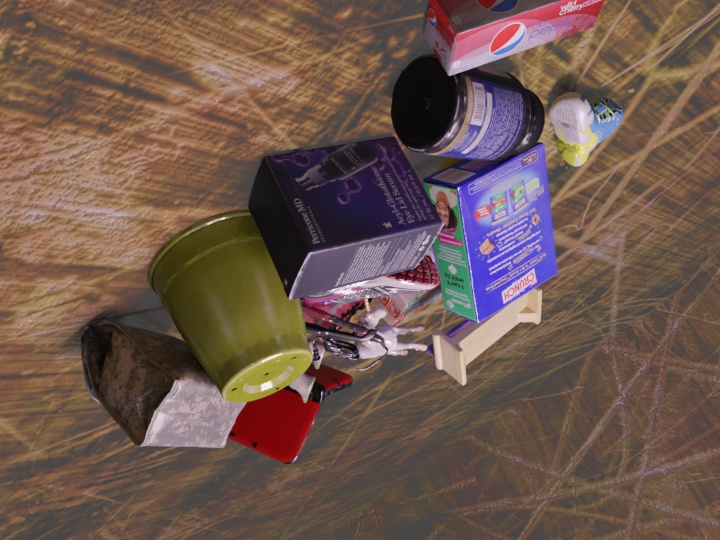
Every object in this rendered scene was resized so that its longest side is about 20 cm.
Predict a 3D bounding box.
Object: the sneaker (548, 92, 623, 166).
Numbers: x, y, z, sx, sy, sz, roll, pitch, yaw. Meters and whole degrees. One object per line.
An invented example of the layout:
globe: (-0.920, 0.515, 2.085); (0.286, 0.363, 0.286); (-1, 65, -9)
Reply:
sneaker: (0.342, -0.236, 1.155); (0.105, 0.076, 0.200); (-42, 163, 1)

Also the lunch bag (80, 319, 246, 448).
lunch bag: (-0.280, 0.150, 1.068); (0.163, 0.199, 0.119); (22, 100, -57)

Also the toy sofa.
toy sofa: (0.201, 0.084, 1.269); (0.198, 0.097, 0.084); (-34, 138, -22)

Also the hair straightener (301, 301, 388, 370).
hair straightener: (-0.049, 0.103, 1.172); (0.197, 0.041, 0.078); (19, 98, -15)

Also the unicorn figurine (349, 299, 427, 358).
unicorn figurine: (0.037, 0.109, 1.264); (0.135, 0.075, 0.201); (1, 149, -23)

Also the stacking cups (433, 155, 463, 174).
stacking cups: (0.100, -0.074, 1.105); (0.202, 0.060, 0.060); (-60, 151, 6)

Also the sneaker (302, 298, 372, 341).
sneaker: (-0.029, 0.029, 1.264); (0.200, 0.086, 0.074); (-39, 165, -45)

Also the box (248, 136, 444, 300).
box: (-0.021, -0.069, 0.969); (0.197, 0.150, 0.105); (-15, 153, -30)

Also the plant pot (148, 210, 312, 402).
plant pot: (-0.156, 0.060, 1.023); (0.197, 0.195, 0.201); (-24, 157, -11)

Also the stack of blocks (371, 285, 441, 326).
stack of blocks: (0.124, 0.007, 1.345); (0.198, 0.059, 0.116); (-30, 161, -31)

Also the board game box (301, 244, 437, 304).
board game box: (0.000, 0.000, 1.176); (0.197, 0.046, 0.134); (-16, -171, -27)

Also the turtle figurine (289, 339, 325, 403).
turtle figurine: (-0.163, 0.144, 1.222); (0.144, 0.191, 0.203); (-70, 180, -73)

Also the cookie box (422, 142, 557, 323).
cookie box: (0.184, -0.057, 1.068); (0.169, 0.075, 0.204); (-27, 118, -28)

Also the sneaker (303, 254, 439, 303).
sneaker: (0.011, 0.005, 1.053); (0.196, 0.082, 0.075); (2, 137, -11)

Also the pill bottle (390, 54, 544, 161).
pill bottle: (0.139, -0.193, 0.944); (0.198, 0.113, 0.112); (-2, 146, -45)

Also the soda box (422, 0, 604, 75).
soda box: (0.171, -0.287, 0.845); (0.197, 0.071, 0.064); (-22, 155, -15)

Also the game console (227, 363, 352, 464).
game console: (-0.138, 0.216, 1.291); (0.172, 0.197, 0.121); (-7, 111, -62)
